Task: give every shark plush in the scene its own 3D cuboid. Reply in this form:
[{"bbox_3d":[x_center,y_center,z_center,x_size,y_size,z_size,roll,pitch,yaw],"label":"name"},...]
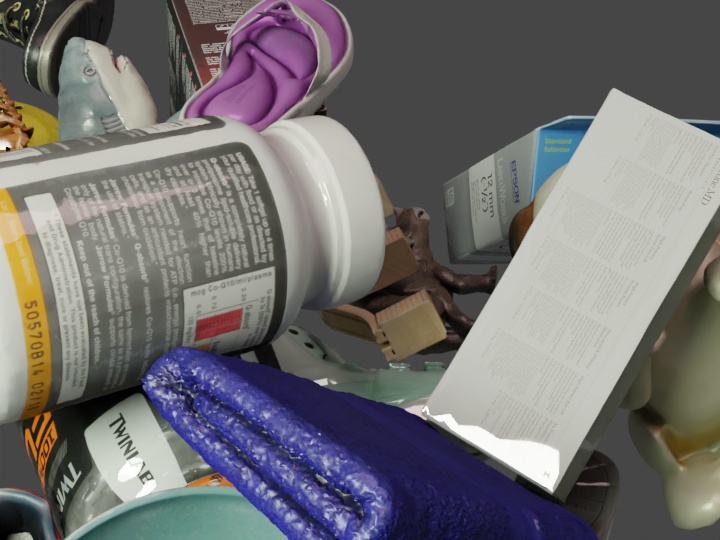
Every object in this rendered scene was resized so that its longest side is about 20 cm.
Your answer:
[{"bbox_3d":[-0.176,-0.038,0.834,0.083,0.201,0.091,24,-3,-26],"label":"shark plush"}]

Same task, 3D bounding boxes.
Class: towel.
[{"bbox_3d":[0.008,0.097,0.612,0.147,0.050,0.200,28,2,37],"label":"towel"}]

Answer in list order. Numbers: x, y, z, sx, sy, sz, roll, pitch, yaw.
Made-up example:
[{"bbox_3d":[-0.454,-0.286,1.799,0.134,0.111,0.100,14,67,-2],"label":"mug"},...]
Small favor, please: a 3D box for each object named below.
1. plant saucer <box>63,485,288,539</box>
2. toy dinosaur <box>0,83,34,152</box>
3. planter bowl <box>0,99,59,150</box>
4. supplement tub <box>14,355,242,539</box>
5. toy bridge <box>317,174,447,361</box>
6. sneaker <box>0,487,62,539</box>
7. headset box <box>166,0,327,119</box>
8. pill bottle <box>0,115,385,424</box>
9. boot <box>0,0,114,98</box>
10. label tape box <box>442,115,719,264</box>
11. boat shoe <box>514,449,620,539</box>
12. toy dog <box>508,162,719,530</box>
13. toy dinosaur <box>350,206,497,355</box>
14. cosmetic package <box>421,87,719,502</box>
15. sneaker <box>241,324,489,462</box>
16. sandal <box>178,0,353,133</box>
[{"bbox_3d":[-0.065,0.194,0.571,0.199,0.036,0.201,6,70,-17],"label":"plant saucer"},{"bbox_3d":[-0.206,-0.018,0.698,0.135,0.103,0.201,-3,39,-2],"label":"toy dinosaur"},{"bbox_3d":[-0.237,-0.055,0.882,0.199,0.084,0.201,9,35,-6],"label":"planter bowl"},{"bbox_3d":[-0.110,0.083,0.700,0.122,0.123,0.200,-9,40,-28],"label":"supplement tub"},{"bbox_3d":[0.000,0.000,0.810,0.067,0.027,0.200,-27,26,4],"label":"toy bridge"},{"bbox_3d":[-0.174,0.177,0.582,0.074,0.085,0.201,9,36,-5],"label":"sneaker"},{"bbox_3d":[-0.079,-0.083,0.910,0.077,0.150,0.200,-8,39,-15],"label":"headset box"},{"bbox_3d":[-0.095,-0.009,0.623,0.199,0.117,0.116,-14,43,-30],"label":"pill bottle"},{"bbox_3d":[-0.286,-0.200,1.080,0.153,0.074,0.204,9,29,-2],"label":"boot"},{"bbox_3d":[0.159,-0.050,0.915,0.142,0.067,0.200,-1,-7,-19],"label":"label tape box"},{"bbox_3d":[0.088,0.173,0.694,0.074,0.065,0.202,11,36,14],"label":"boat shoe"},{"bbox_3d":[0.184,0.014,0.810,0.200,0.139,0.194,52,13,-13],"label":"toy dog"},{"bbox_3d":[0.032,0.023,0.860,0.102,0.077,0.200,12,22,6],"label":"toy dinosaur"},{"bbox_3d":[0.120,0.013,0.710,0.082,0.201,0.051,30,-5,24],"label":"cosmetic package"},{"bbox_3d":[0.010,0.064,0.800,0.199,0.074,0.118,-11,47,-26],"label":"sneaker"},{"bbox_3d":[-0.050,-0.130,0.810,0.082,0.050,0.203,10,38,6],"label":"sandal"}]
